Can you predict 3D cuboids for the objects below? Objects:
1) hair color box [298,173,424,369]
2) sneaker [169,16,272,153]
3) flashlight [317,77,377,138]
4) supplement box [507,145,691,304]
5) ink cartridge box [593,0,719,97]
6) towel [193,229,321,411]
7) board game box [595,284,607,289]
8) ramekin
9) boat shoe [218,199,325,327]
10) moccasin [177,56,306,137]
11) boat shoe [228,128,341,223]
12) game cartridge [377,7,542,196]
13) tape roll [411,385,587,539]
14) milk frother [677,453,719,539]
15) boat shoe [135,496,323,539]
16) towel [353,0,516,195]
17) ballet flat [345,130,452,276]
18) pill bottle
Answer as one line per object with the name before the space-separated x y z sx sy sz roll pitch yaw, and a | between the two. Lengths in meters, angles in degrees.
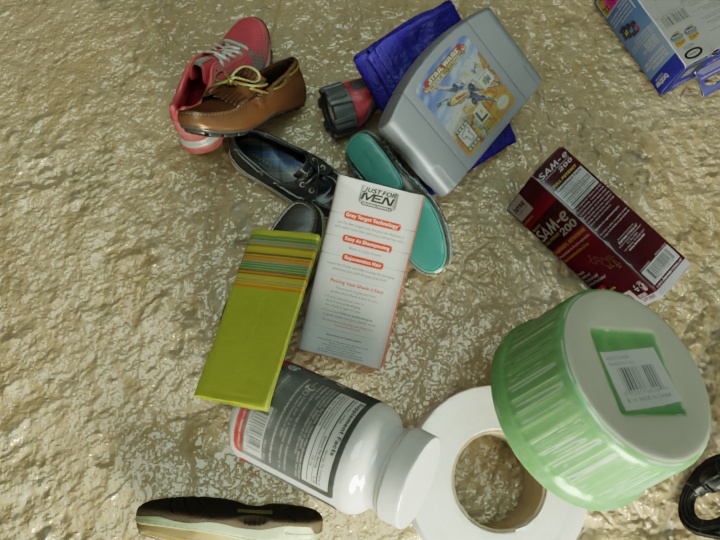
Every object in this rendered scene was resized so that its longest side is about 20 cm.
hair color box | 0.000 0.000 0.777 0.101 0.061 0.202 14 97 -1
sneaker | -0.172 -0.245 0.846 0.073 0.087 0.201 19 73 17
flashlight | 0.047 -0.230 0.880 0.198 0.068 0.069 -20 101 -14
supplement box | 0.280 -0.044 0.821 0.061 0.109 0.200 -43 81 -13
ink cartridge box | 0.438 -0.337 0.930 0.136 0.076 0.201 -28 77 -10
towel | -0.105 0.046 0.721 0.085 0.018 0.201 6 63 19
board game box | 0.266 0.124 0.764 0.199 0.046 0.152 -32 78 -40
ramekin | 0.234 0.116 0.655 0.198 0.098 0.201 15 53 -20
boat shoe | -0.100 0.006 0.788 0.073 0.065 0.201 21 80 15
moccasin | -0.135 -0.209 0.804 0.073 0.078 0.201 19 37 34
boat shoe | -0.074 -0.119 0.836 0.199 0.066 0.070 31 75 4
game cartridge | 0.117 -0.206 0.807 0.133 0.041 0.200 45 79 -25
tape roll | 0.145 0.233 0.755 0.200 0.071 0.204 1 75 -5
milk frother | 0.452 0.325 0.729 0.189 0.180 0.201 53 41 -25
boat shoe | -0.141 0.290 0.723 0.198 0.072 0.077 7 90 -1
towel | 0.099 -0.211 0.839 0.147 0.050 0.201 -33 108 -8
ballet flat | 0.054 -0.084 0.836 0.074 0.074 0.201 -28 83 -11
pill bottle | -0.027 0.177 0.702 0.199 0.116 0.117 19 73 25
